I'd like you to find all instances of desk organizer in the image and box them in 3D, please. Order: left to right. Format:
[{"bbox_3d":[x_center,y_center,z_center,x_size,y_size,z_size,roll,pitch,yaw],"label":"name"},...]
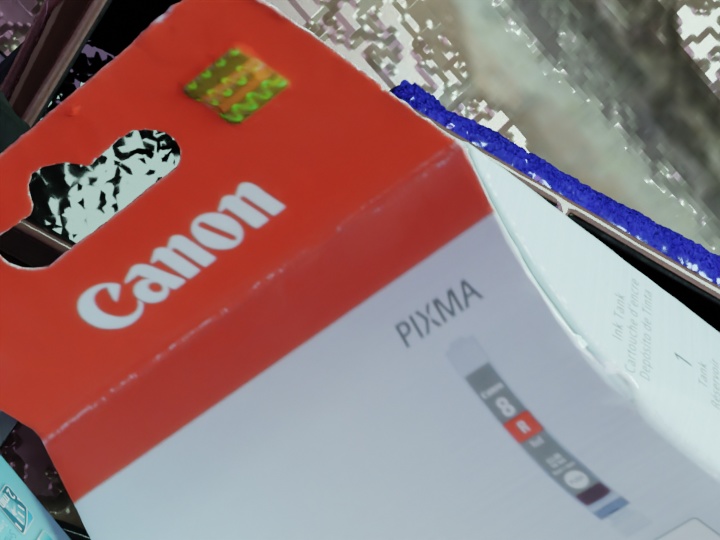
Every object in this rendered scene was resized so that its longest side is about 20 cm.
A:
[{"bbox_3d":[0.000,0.000,0.725,0.199,0.077,0.072,29,74,-14],"label":"desk organizer"}]

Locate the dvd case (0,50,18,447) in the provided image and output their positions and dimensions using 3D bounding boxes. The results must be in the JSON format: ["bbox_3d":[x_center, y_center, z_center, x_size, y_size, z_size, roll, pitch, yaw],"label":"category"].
[{"bbox_3d":[-0.163,-0.018,0.747,0.200,0.025,0.151,41,77,-30],"label":"dvd case"}]

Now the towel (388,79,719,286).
[{"bbox_3d":[0.033,0.065,0.792,0.147,0.049,0.201,27,75,-22],"label":"towel"}]

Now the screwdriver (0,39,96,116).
[{"bbox_3d":[-0.047,-0.093,0.794,0.029,0.028,0.200,39,59,2],"label":"screwdriver"}]

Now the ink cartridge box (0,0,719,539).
[{"bbox_3d":[-0.007,0.039,0.657,0.199,0.162,0.050,33,42,-26],"label":"ink cartridge box"}]

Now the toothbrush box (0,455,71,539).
[{"bbox_3d":[-0.111,0.120,0.666,0.085,0.147,0.200,-36,101,20],"label":"toothbrush box"}]

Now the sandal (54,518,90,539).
[{"bbox_3d":[-0.070,0.165,0.780,0.076,0.043,0.202,-11,88,-14],"label":"sandal"}]

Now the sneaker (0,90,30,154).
[{"bbox_3d":[-0.128,-0.101,0.638,0.088,0.076,0.200,-51,119,-16],"label":"sneaker"}]
